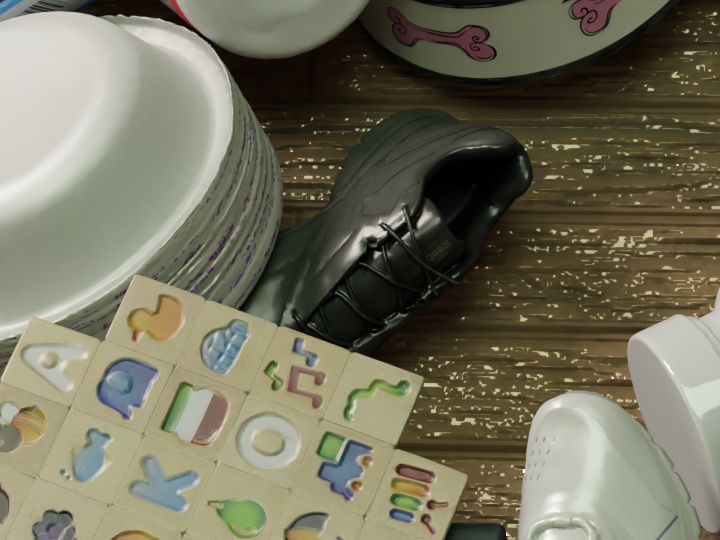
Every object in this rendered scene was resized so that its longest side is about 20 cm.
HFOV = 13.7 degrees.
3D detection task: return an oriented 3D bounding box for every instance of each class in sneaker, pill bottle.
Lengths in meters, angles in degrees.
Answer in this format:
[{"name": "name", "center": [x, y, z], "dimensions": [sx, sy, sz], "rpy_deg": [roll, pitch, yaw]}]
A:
[{"name": "sneaker", "center": [0.000, 0.000, 1.350], "dimensions": [0.200, 0.076, 0.091], "rpy_deg": [-51, 26, -20]}, {"name": "pill bottle", "center": [-0.076, -0.183, 1.431], "dimensions": [0.111, 0.111, 0.200], "rpy_deg": [-31, 34, -13]}, {"name": "sneaker", "center": [0.095, 0.147, 1.229], "dimensions": [0.074, 0.087, 0.200], "rpy_deg": [-12, 76, 27]}, {"name": "pill bottle", "center": [0.225, 0.032, 1.306], "dimensions": [0.200, 0.116, 0.116], "rpy_deg": [-22, 60, -8]}]

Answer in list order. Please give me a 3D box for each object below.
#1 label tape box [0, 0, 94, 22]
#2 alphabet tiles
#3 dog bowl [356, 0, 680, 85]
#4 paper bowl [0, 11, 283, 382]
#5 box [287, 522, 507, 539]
[{"name": "label tape box", "center": [-0.225, -0.189, 1.441], "dimensions": [0.143, 0.066, 0.200], "rpy_deg": [-30, 79, 23]}, {"name": "alphabet tiles", "center": [-0.066, 0.094, 1.228], "dimensions": [0.200, 0.006, 0.167], "rpy_deg": [19, 68, 11]}, {"name": "dog bowl", "center": [0.073, -0.192, 1.449], "dimensions": [0.200, 0.074, 0.200], "rpy_deg": [-10, 55, 15]}, {"name": "paper bowl", "center": [-0.143, -0.037, 1.352], "dimensions": [0.200, 0.104, 0.201], "rpy_deg": [-16, 43, 16]}, {"name": "box", "center": [-0.039, 0.205, 1.236], "dimensions": [0.200, 0.104, 0.182], "rpy_deg": [0, 59, 5]}]
